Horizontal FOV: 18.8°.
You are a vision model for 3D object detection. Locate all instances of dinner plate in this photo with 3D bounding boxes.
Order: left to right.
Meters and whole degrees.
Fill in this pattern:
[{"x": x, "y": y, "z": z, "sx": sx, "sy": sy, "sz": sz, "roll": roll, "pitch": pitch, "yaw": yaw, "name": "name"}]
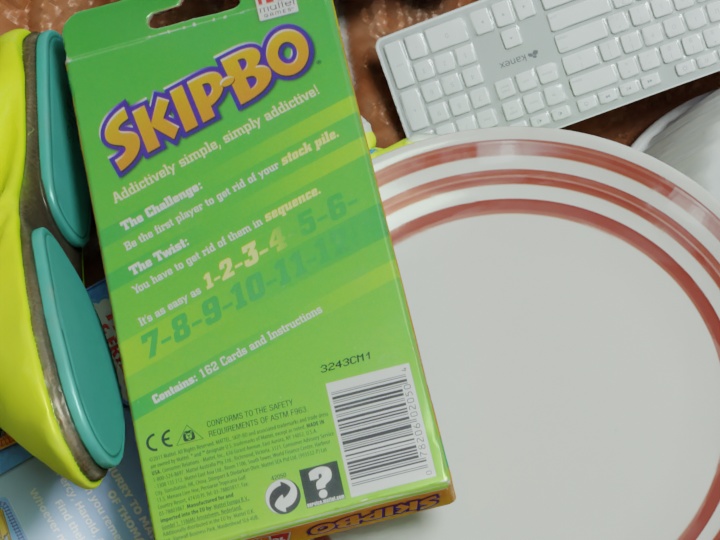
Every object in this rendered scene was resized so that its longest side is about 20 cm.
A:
[{"x": 0.047, "y": 0.044, "z": 0.714, "sx": 0.198, "sy": 0.024, "sz": 0.202, "roll": -4, "pitch": 61, "yaw": 8, "name": "dinner plate"}]

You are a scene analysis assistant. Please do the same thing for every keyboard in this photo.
[{"x": 0.106, "y": -0.095, "z": 0.825, "sx": 0.198, "sy": 0.011, "sz": 0.057, "roll": -19, "pitch": 98, "yaw": 12, "name": "keyboard"}]

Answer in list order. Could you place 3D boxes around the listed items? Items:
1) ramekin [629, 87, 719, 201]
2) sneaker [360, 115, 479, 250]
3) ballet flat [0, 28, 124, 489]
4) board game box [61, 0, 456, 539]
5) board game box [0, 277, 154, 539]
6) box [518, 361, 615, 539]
[{"x": 0.190, "y": 0.007, "z": 0.831, "sx": 0.198, "sy": 0.105, "sz": 0.202, "roll": 6, "pitch": 69, "yaw": -16, "name": "ramekin"}, {"x": 0.000, "y": 0.000, "z": 0.786, "sx": 0.198, "sy": 0.076, "sz": 0.106, "roll": 8, "pitch": 80, "yaw": -4, "name": "sneaker"}, {"x": -0.119, "y": 0.000, "z": 0.726, "sx": 0.067, "sy": 0.067, "sz": 0.201, "roll": -19, "pitch": 47, "yaw": 8, "name": "ballet flat"}, {"x": -0.037, "y": -0.008, "z": 0.720, "sx": 0.095, "sy": 0.030, "sz": 0.202, "roll": -14, "pitch": 68, "yaw": 1, "name": "board game box"}, {"x": -0.110, "y": 0.102, "z": 0.730, "sx": 0.199, "sy": 0.037, "sz": 0.152, "roll": -30, "pitch": 81, "yaw": -25, "name": "board game box"}, {"x": 0.134, "y": 0.130, "z": 0.769, "sx": 0.199, "sy": 0.100, "sz": 0.096, "roll": 29, "pitch": 64, "yaw": -6, "name": "box"}]
